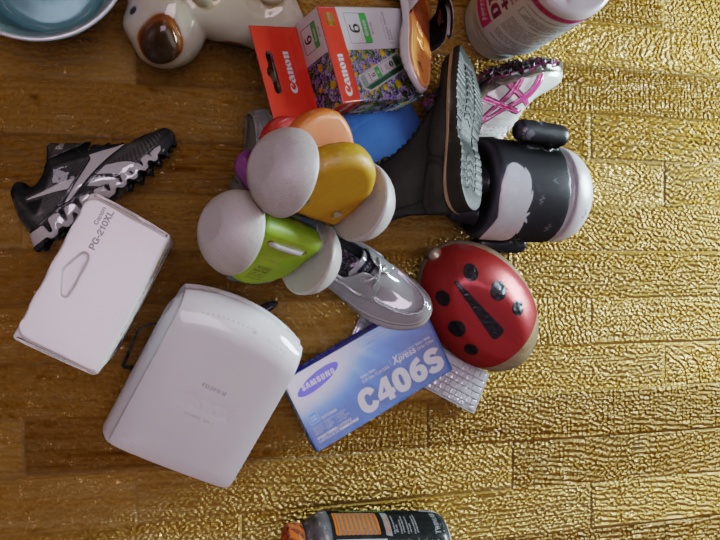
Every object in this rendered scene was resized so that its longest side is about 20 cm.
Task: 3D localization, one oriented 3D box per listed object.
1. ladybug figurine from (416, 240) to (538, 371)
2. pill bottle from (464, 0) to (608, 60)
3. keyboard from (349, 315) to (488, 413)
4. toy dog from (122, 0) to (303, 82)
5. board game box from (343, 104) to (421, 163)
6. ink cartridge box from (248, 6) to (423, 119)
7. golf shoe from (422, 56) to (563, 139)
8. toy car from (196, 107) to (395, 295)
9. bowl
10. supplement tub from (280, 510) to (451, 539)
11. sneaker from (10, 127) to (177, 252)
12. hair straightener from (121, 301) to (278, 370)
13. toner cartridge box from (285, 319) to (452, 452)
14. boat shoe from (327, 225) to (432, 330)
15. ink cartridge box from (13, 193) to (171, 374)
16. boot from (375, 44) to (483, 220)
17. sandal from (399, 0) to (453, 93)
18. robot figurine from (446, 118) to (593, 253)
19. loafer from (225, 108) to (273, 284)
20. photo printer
[{"bbox_3d":[0.150,0.050,0.869,0.136,0.072,0.200,-44,106,9],"label":"ladybug figurine"},{"bbox_3d":[0.206,-0.329,0.834,0.110,0.200,0.117,0,90,-14],"label":"pill bottle"},{"bbox_3d":[0.077,0.116,0.898,0.197,0.011,0.057,29,83,-13],"label":"keyboard"},{"bbox_3d":[-0.172,-0.301,0.783,0.196,0.140,0.198,-23,129,-15],"label":"toy dog"},{"bbox_3d":[-0.008,-0.177,0.862,0.157,0.039,0.203,-36,99,-22],"label":"board game box"},{"bbox_3d":[-0.022,-0.236,0.784,0.197,0.050,0.112,-17,91,-41],"label":"ink cartridge box"},{"bbox_3d":[0.175,-0.214,0.900,0.195,0.073,0.094,-23,115,-8],"label":"golf shoe"},{"bbox_3d":[-0.076,-0.080,0.720,0.200,0.152,0.173,-44,146,24],"label":"toy car"},{"bbox_3d":[-0.341,-0.332,0.738,0.195,0.105,0.208,0,90,-14],"label":"bowl"},{"bbox_3d":[0.004,0.350,0.821,0.194,0.122,0.127,5,89,-14],"label":"supplement tub"},{"bbox_3d":[-0.300,-0.114,0.769,0.198,0.066,0.092,-37,101,-10],"label":"sneaker"},{"bbox_3d":[-0.188,0.071,0.819,0.195,0.041,0.079,-18,94,-10],"label":"hair straightener"},{"bbox_3d":[0.008,0.127,0.851,0.197,0.043,0.097,-29,94,-13],"label":"toner cartridge box"},{"bbox_3d":[0.000,0.000,0.822,0.198,0.069,0.073,36,72,7],"label":"boat shoe"},{"bbox_3d":[-0.261,0.012,0.710,0.083,0.200,0.148,28,84,-13],"label":"ink cartridge box"},{"bbox_3d":[0.068,-0.157,0.813,0.077,0.135,0.206,34,55,-48],"label":"boot"},{"bbox_3d":[0.085,-0.295,0.827,0.079,0.058,0.211,47,35,-47],"label":"sandal"},{"bbox_3d":[0.194,-0.100,0.871,0.194,0.150,0.129,2,76,-18],"label":"robot figurine"},{"bbox_3d":[-0.129,-0.086,0.813,0.068,0.070,0.207,-1,91,-23],"label":"loafer"},{"bbox_3d":[-0.168,0.124,0.772,0.164,0.070,0.203,28,99,-22],"label":"photo printer"}]
